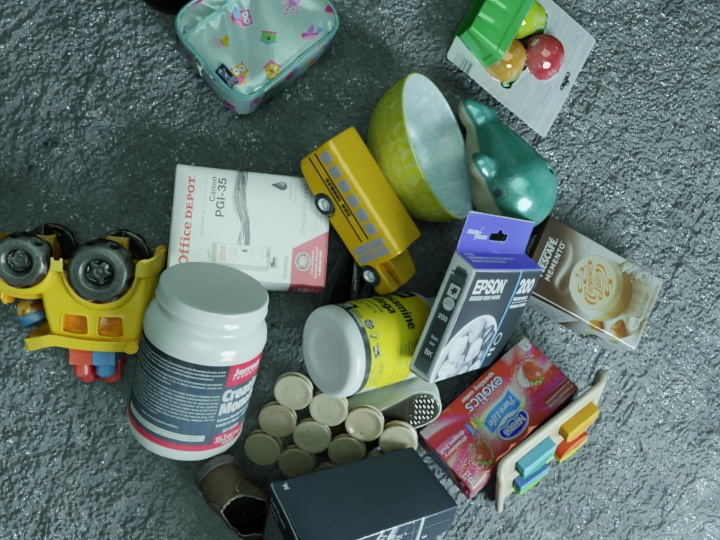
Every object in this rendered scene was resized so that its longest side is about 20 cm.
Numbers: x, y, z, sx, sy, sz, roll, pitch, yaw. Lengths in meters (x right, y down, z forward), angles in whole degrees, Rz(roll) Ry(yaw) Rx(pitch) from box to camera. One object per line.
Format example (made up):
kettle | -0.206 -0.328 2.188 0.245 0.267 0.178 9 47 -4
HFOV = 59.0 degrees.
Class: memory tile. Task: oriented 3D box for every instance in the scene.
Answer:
memory tile | -0.039 0.223 0.826 0.199 0.017 0.154 26 112 -3

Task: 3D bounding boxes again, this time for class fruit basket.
fruit basket | 0.239 -0.328 0.943 0.200 0.094 0.186 33 80 -24

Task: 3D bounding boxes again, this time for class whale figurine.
whale figurine | 0.204 -0.153 0.883 0.159 0.104 0.201 -5 75 -54

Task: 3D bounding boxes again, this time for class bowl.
bowl | 0.063 -0.151 0.859 0.107 0.200 0.201 -16 89 30

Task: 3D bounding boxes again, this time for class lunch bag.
lunch bag | -0.142 -0.322 0.855 0.200 0.077 0.161 -42 95 -11

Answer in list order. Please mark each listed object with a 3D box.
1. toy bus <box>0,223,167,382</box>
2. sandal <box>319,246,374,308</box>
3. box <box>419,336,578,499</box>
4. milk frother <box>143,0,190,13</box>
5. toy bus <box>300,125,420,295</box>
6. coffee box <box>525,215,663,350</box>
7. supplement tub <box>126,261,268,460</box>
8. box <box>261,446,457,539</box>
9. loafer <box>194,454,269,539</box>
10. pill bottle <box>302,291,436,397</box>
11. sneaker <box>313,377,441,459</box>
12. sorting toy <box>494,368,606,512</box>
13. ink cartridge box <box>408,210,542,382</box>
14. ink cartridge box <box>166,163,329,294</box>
toy bus | -0.346 0.045 0.772 0.199 0.136 0.193 6 101 -9
sandal | 0.000 -0.001 0.859 0.043 0.076 0.201 18 80 29
box | 0.185 0.200 0.861 0.200 0.096 0.100 -39 66 -12
milk frother | -0.271 -0.457 0.782 0.199 0.188 0.181 17 82 -10
toy bus | 0.008 -0.071 0.794 0.065 0.078 0.200 -41 102 -43
coffee box | 0.317 0.022 0.925 0.200 0.080 0.115 27 81 -9
supplement tub | -0.190 0.106 0.749 0.140 0.140 0.201 14 113 -10
box | -0.011 0.330 0.754 0.199 0.104 0.183 -5 121 -31
loafer | -0.131 0.304 0.777 0.073 0.071 0.200 -40 131 -5
pill bottle | 0.035 0.088 0.819 0.200 0.112 0.113 -8 87 -39
sneaker | 0.012 0.194 0.864 0.199 0.085 0.073 -19 109 7
sorting toy | 0.256 0.238 0.854 0.200 0.185 0.036 -38 59 -14
ink cartridge box | 0.156 0.032 0.787 0.043 0.198 0.201 28 107 33
ink cartridge box | -0.145 -0.050 0.831 0.199 0.083 0.147 4 83 -11
